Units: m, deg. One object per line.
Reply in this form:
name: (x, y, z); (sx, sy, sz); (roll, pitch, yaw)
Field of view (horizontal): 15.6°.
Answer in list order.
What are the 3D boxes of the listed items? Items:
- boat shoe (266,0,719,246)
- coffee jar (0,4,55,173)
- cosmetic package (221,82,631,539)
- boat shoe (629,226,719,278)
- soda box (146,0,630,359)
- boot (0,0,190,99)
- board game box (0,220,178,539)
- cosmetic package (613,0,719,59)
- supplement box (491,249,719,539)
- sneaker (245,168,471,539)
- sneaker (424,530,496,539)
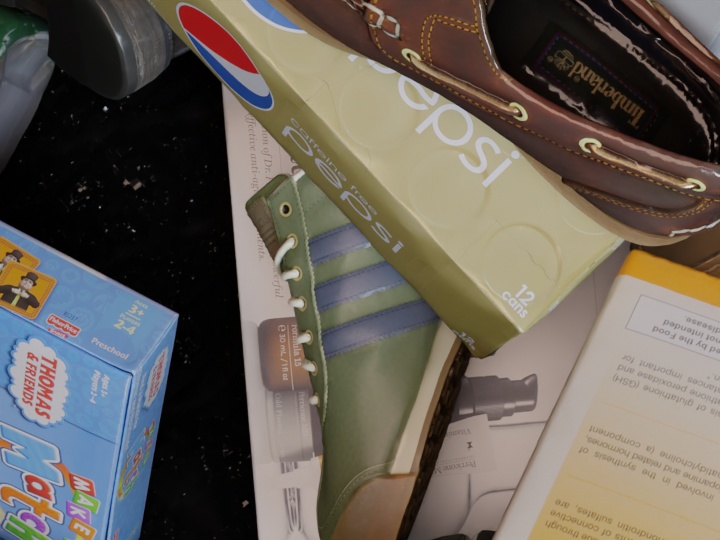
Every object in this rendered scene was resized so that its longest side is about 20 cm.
boat shoe: (0.039, -0.084, 0.794); (0.199, 0.070, 0.071); (33, 76, -2)
coffee jar: (-0.223, -0.097, 1.001); (0.199, 0.085, 0.105); (31, 95, 9)
cosmetic package: (0.032, 0.017, 0.972); (0.150, 0.052, 0.201); (-5, 89, 8)
boat shoe: (0.163, -0.062, 0.893); (0.200, 0.074, 0.066); (-41, 128, -8)
soda box: (0.001, -0.068, 0.851); (0.068, 0.064, 0.200); (-43, 89, -14)
boot: (-0.062, -0.151, 0.959); (0.174, 0.069, 0.200); (-30, 58, -24)
board game box: (-0.167, 0.025, 0.967); (0.199, 0.152, 0.037); (28, 53, 10)
cosmetic package: (0.088, -0.184, 0.884); (0.200, 0.123, 0.199); (38, 65, 9)
supplement box: (0.103, 0.108, 0.813); (0.125, 0.074, 0.201); (20, 62, 16)
sneaker: (0.000, 0.000, 0.918); (0.089, 0.067, 0.201); (17, 85, 7)
sneaker: (0.070, 0.149, 0.913); (0.089, 0.199, 0.079); (-50, 38, 41)
